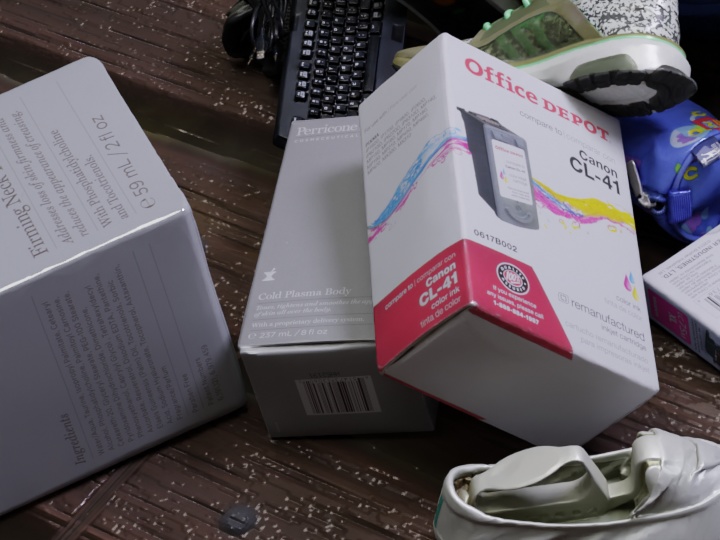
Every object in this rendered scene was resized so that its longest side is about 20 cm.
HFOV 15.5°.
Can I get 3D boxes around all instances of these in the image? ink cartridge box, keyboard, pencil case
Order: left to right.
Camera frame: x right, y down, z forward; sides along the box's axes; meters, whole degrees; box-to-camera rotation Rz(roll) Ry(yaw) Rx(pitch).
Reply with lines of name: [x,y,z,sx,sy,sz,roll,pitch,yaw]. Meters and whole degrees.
keyboard: [-0.023,-0.162,1.699,0.104,0.040,0.201,2,54,5]
ink cartridge box: [0.082,-0.015,1.498,0.086,0.147,0.201,-38,42,38]
pencil case: [0.154,-0.086,1.631,0.087,0.078,0.200,-23,40,-34]
ink cartridge box: [0.269,0.033,1.509,0.119,0.042,0.200,-33,44,-20]

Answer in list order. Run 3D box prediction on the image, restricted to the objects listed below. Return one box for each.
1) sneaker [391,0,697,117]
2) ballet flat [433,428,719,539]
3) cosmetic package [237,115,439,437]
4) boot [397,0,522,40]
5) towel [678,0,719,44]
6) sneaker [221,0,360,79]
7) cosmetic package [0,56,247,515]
sneaker: [0.113,-0.139,1.590,0.199,0.077,0.089,0,68,30]
ballet flat: [0.136,0.119,1.432,0.199,0.070,0.070,-9,43,3]
cosmetic package: [0.000,0.000,1.575,0.106,0.090,0.201,-5,46,13]
boot: [0.047,-0.243,1.720,0.072,0.200,0.145,-16,56,23]
towel: [0.219,-0.180,1.647,0.111,0.200,0.049,3,84,20]
sneaker: [-0.036,-0.202,1.801,0.114,0.076,0.200,1,50,5]
cosmetic package: [-0.198,0.015,1.547,0.199,0.167,0.168,-24,44,-11]
